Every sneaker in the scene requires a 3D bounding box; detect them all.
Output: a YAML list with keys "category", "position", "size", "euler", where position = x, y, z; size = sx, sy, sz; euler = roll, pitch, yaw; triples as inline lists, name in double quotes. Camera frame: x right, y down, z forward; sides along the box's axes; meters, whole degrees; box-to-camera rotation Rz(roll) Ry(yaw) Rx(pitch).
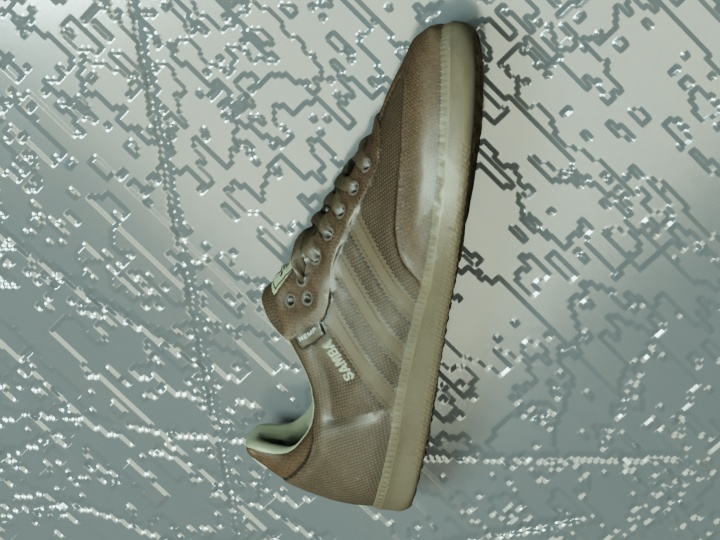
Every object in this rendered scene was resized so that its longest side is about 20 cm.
- category: "sneaker"
  position: [0.000, 0.000, 0.649]
  size: [0.075, 0.070, 0.200]
  euler: [9, 108, 3]
